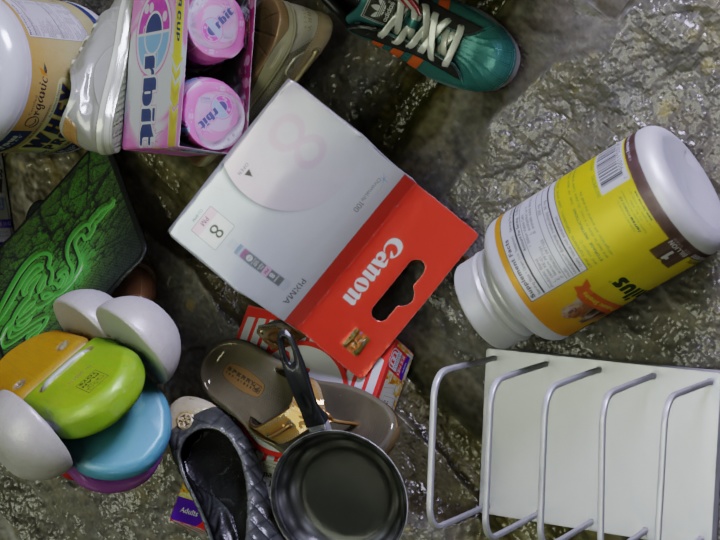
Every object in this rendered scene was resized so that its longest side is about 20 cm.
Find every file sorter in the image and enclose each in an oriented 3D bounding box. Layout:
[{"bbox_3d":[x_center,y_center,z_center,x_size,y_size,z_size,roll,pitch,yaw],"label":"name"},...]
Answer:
[{"bbox_3d":[0.165,0.144,1.275,0.200,0.124,0.139,5,96,28],"label":"file sorter"}]

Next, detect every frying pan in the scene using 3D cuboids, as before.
[{"bbox_3d":[-0.039,0.151,1.304,0.115,0.031,0.190,-39,86,20],"label":"frying pan"}]

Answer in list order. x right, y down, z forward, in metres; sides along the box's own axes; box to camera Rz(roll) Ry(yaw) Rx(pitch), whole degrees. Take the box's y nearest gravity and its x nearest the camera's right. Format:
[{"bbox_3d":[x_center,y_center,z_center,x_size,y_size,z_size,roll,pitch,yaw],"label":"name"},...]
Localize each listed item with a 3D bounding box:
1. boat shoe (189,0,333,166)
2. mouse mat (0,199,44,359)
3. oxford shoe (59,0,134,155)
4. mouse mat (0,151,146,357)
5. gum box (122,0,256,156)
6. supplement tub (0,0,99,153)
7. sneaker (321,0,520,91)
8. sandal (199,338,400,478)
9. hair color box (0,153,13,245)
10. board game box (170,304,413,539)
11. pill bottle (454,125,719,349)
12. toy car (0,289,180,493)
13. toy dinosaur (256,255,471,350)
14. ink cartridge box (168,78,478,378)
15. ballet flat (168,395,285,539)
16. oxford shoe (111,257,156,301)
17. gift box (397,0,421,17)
[{"bbox_3d":[-0.090,-0.157,1.428,0.200,0.065,0.072,-50,47,42],"label":"boat shoe"},{"bbox_3d":[-0.289,0.031,1.531,0.161,0.008,0.201,5,75,44],"label":"mouse mat"},{"bbox_3d":[-0.224,-0.191,1.457,0.058,0.075,0.200,5,60,8],"label":"oxford shoe"},{"bbox_3d":[-0.278,-0.007,1.517,0.200,0.008,0.161,-45,48,21],"label":"mouse mat"},{"bbox_3d":[-0.143,-0.199,1.391,0.113,0.066,0.201,5,91,58],"label":"gum box"},{"bbox_3d":[-0.325,-0.178,1.483,0.144,0.200,0.145,2,94,29],"label":"supplement tub"},{"bbox_3d":[0.035,-0.204,1.349,0.200,0.080,0.072,31,106,24],"label":"sneaker"},{"bbox_3d":[-0.060,0.109,1.354,0.200,0.054,0.080,26,81,29],"label":"sandal"},{"bbox_3d":[-0.404,-0.119,1.584,0.065,0.109,0.201,-11,88,29],"label":"hair color box"},{"bbox_3d":[-0.058,0.141,1.400,0.151,0.046,0.200,11,73,28],"label":"board game box"},{"bbox_3d":[0.173,-0.018,1.269,0.200,0.109,0.109,-32,78,27],"label":"pill bottle"},{"bbox_3d":[-0.228,0.117,1.370,0.200,0.175,0.150,5,132,56],"label":"toy car"},{"bbox_3d":[0.000,0.000,1.400,0.200,0.060,0.106,-28,79,5],"label":"toy dinosaur"},{"bbox_3d":[-0.029,-0.032,1.337,0.200,0.057,0.163,39,95,3],"label":"ink cartridge box"},{"bbox_3d":[-0.112,0.177,1.346,0.066,0.057,0.200,-38,54,9],"label":"ballet flat"},{"bbox_3d":[-0.256,0.077,1.523,0.200,0.071,0.071,-54,30,22],"label":"oxford shoe"},{"bbox_3d":[0.063,-0.312,1.237,0.186,0.185,0.200,-18,78,0],"label":"gift box"}]
